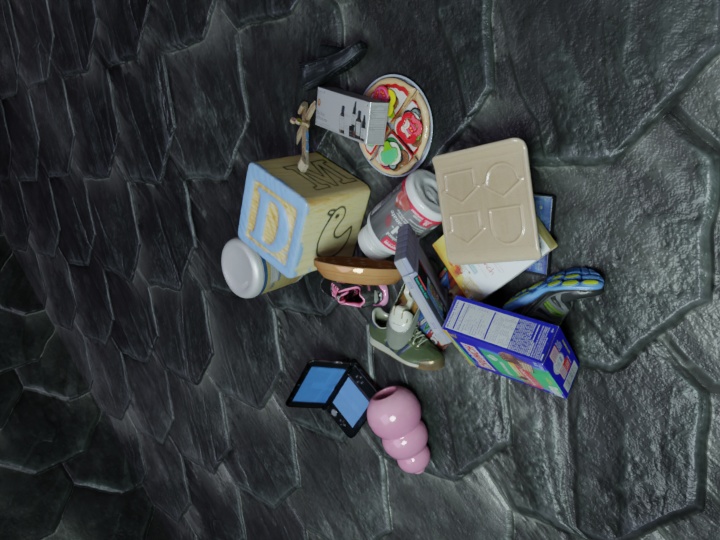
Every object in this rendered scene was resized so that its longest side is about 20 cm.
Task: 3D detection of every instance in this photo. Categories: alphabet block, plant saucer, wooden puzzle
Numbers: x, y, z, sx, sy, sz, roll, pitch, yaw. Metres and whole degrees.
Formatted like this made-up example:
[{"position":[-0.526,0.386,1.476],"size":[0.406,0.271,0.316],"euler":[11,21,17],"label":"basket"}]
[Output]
[{"position":[-0.127,-0.128,1.301],"size":[0.196,0.199,0.197],"euler":[38,128,28],"label":"alphabet block"},{"position":[0.000,0.000,1.221],"size":[0.199,0.199,0.038],"euler":[10,98,41],"label":"plant saucer"},{"position":[0.220,-0.113,1.013],"size":[0.184,0.046,0.203],"euler":[-4,102,45],"label":"wooden puzzle"}]

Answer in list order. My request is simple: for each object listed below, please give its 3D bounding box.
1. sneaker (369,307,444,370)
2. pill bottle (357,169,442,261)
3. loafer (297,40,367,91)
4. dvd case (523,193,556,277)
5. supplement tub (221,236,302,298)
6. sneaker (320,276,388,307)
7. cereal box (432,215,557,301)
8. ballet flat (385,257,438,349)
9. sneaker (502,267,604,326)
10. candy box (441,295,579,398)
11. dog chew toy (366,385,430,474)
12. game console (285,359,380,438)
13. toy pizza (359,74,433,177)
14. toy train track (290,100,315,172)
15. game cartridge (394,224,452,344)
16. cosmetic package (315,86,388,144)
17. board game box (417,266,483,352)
[{"position":[0.091,0.138,1.251],"size":[0.199,0.067,0.091],"euler":[19,122,42],"label":"sneaker"},{"position":[0.082,-0.101,1.174],"size":[0.200,0.110,0.111],"euler":[-40,76,43],"label":"pill bottle"},{"position":[-0.067,-0.438,1.227],"size":[0.199,0.068,0.071],"euler":[-9,107,48],"label":"loafer"},{"position":[0.258,-0.075,1.082],"size":[0.198,0.017,0.145],"euler":[14,114,39],"label":"dvd case"},{"position":[-0.218,-0.026,1.421],"size":[0.144,0.199,0.147],"euler":[16,115,39],"label":"supplement tub"},{"position":[-0.033,0.046,1.346],"size":[0.199,0.095,0.080],"euler":[9,112,43],"label":"sneaker"},{"position":[0.237,-0.046,1.069],"size":[0.200,0.039,0.145],"euler":[-45,72,42],"label":"cereal box"},{"position":[0.094,0.064,1.197],"size":[0.067,0.064,0.202],"euler":[25,92,28],"label":"ballet flat"},{"position":[0.340,0.056,1.023],"size":[0.083,0.071,0.199],"euler":[54,136,-2],"label":"sneaker"},{"position":[0.266,0.136,1.045],"size":[0.199,0.169,0.078],"euler":[18,71,40],"label":"candy box"},{"position":[0.094,0.364,1.322],"size":[0.124,0.124,0.202],"euler":[-16,101,45],"label":"dog chew toy"},{"position":[-0.068,0.322,1.457],"size":[0.173,0.118,0.201],"euler":[47,131,21],"label":"game console"},{"position":[0.060,-0.289,1.186],"size":[0.199,0.032,0.203],"euler":[17,115,39],"label":"toy pizza"},{"position":[-0.132,-0.297,1.287],"size":[0.115,0.032,0.202],"euler":[128,146,-46],"label":"toy train track"},{"position":[0.122,0.026,1.095],"size":[0.038,0.130,0.201],"euler":[-24,117,16],"label":"game cartridge"},{"position":[-0.023,-0.320,1.208],"size":[0.199,0.050,0.084],"euler":[34,123,48],"label":"cosmetic package"},{"position":[0.166,0.095,1.227],"size":[0.103,0.019,0.201],"euler":[47,131,20],"label":"board game box"}]
